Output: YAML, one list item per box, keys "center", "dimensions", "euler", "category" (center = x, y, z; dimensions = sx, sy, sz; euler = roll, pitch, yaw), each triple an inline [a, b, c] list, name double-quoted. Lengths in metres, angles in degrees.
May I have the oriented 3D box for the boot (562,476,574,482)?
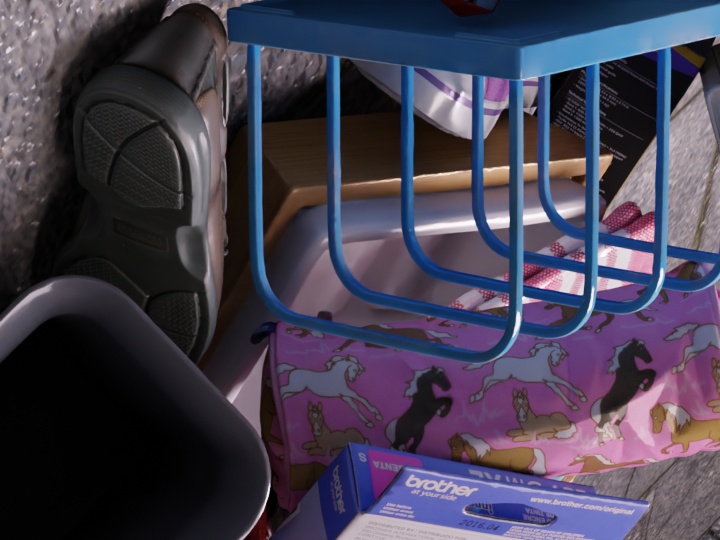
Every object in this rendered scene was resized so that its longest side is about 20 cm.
- center: [0.051, 0.058, 1.549]
  dimensions: [0.074, 0.155, 0.200]
  euler: [-40, 164, -31]
  category: "boot"

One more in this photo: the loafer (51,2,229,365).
- center: [-0.076, -0.024, 1.178]
  dimensions: [0.063, 0.072, 0.200]
  euler: [-58, 169, -33]
  category: "loafer"

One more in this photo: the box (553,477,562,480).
- center: [0.031, 0.110, 1.516]
  dimensions: [0.200, 0.082, 0.049]
  euler: [-47, -169, 30]
  category: "box"

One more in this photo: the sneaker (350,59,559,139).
- center: [0.062, -0.126, 1.309]
  dimensions: [0.114, 0.073, 0.200]
  euler: [-57, 173, 19]
  category: "sneaker"

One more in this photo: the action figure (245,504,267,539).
- center: [-0.067, 0.123, 1.186]
  dimensions: [0.065, 0.052, 0.200]
  euler: [-34, -155, 29]
  category: "action figure"

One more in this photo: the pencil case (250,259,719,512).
- center: [0.057, 0.048, 1.236]
  dimensions: [0.199, 0.087, 0.083]
  euler: [-7, 165, -2]
  category: "pencil case"

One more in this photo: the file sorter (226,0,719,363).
- center: [0.066, -0.048, 1.160]
  dimensions: [0.200, 0.139, 0.123]
  euler: [-15, 110, -48]
  category: "file sorter"

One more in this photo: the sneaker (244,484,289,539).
- center: [-0.052, 0.086, 1.418]
  dimensions: [0.200, 0.076, 0.116]
  euler: [-58, 172, -53]
  category: "sneaker"

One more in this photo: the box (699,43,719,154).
- center: [0.206, -0.068, 1.353]
  dimensions: [0.095, 0.078, 0.200]
  euler: [-17, -173, 9]
  category: "box"

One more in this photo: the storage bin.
- center: [-0.156, 0.095, 1.164]
  dimensions: [0.200, 0.146, 0.134]
  euler: [-45, -168, -10]
  category: "storage bin"

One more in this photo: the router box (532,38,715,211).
- center: [0.130, -0.103, 1.454]
  dimensions: [0.157, 0.052, 0.200]
  euler: [-59, 180, 37]
  category: "router box"

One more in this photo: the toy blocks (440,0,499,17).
- center: [0.080, -0.173, 1.094]
  dimensions: [0.200, 0.100, 0.137]
  euler: [-62, 170, -58]
  category: "toy blocks"

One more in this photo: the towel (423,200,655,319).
- center: [0.054, 0.058, 1.368]
  dimensions: [0.200, 0.030, 0.146]
  euler: [-30, 150, -13]
  category: "towel"

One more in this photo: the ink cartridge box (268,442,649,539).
- center: [0.017, 0.130, 1.226]
  dimensions: [0.119, 0.042, 0.200]
  euler: [11, 140, -27]
  category: "ink cartridge box"

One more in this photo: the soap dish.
- center: [0.000, 0.000, 1.338]
  dimensions: [0.200, 0.081, 0.158]
  euler: [-8, 140, -43]
  category: "soap dish"
